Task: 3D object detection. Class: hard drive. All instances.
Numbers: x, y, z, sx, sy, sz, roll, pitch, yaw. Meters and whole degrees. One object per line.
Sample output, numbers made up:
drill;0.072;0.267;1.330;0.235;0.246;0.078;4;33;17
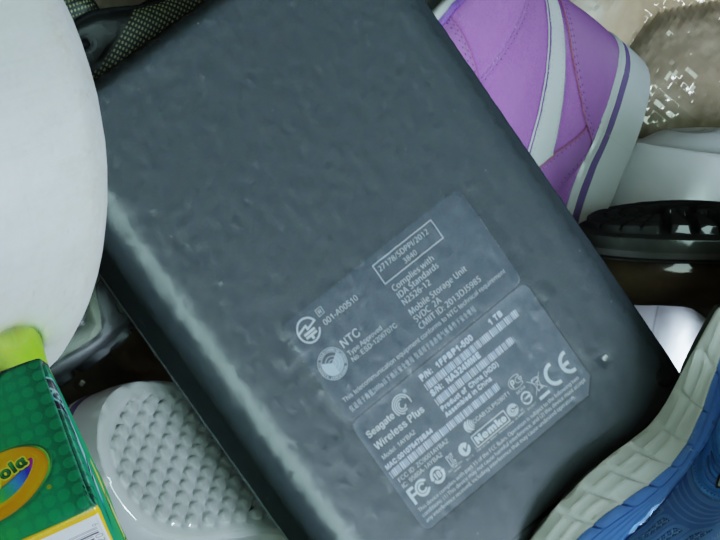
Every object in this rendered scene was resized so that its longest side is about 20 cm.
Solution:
hard drive;0.000;0.000;0.944;0.139;0.033;0.200;-38;97;-22

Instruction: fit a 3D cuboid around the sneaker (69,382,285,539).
sneaker;-0.064;0.086;1.009;0.200;0.114;0.073;17;53;-49

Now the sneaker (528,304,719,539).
sneaker;0.141;0.062;0.936;0.200;0.089;0.079;-53;143;-2

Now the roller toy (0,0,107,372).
roller toy;-0.180;-0.031;0.863;0.139;0.199;0.183;-20;123;-42

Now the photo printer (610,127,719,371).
photo printer;0.162;0.033;1.106;0.199;0.069;0.167;4;97;-25

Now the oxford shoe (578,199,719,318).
oxford shoe;0.159;0.024;1.025;0.199;0.073;0.085;13;95;-25

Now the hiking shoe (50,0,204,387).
hiking shoe;-0.093;-0.042;0.984;0.101;0.076;0.200;42;73;-12

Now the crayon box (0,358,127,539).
crayon box;-0.114;0.122;0.867;0.118;0.058;0.200;-22;142;-4

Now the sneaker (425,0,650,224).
sneaker;0.026;-0.018;1.011;0.114;0.072;0.201;35;57;-35
